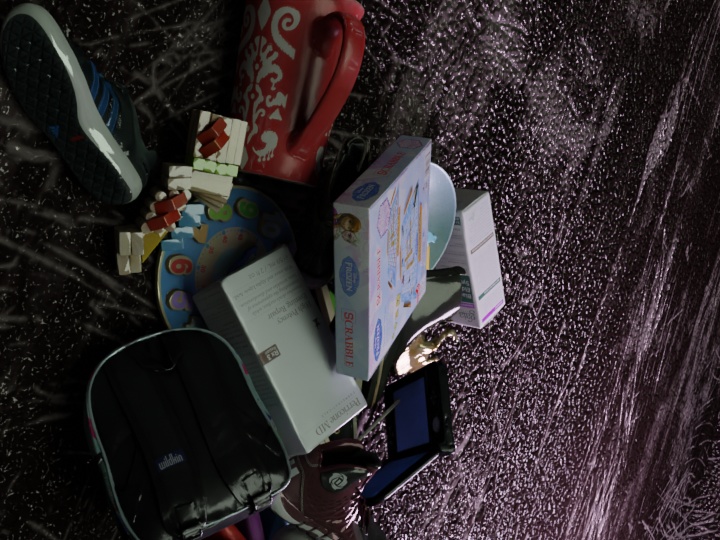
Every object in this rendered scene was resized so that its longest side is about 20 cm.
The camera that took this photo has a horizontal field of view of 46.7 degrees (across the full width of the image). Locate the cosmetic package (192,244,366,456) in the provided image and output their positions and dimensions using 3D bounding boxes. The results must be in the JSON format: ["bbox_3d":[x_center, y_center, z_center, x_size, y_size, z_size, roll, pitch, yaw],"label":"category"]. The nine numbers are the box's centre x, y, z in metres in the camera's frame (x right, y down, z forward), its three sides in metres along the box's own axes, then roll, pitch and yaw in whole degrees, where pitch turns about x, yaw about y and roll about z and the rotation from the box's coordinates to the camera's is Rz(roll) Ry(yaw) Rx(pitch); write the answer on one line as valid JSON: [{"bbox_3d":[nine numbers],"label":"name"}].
[{"bbox_3d":[-0.085,0.087,0.897,0.101,0.074,0.201,-32,96,-39],"label":"cosmetic package"}]

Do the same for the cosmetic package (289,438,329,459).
[{"bbox_3d":[-0.091,0.224,1.010,0.073,0.103,0.201,-47,132,-36],"label":"cosmetic package"}]

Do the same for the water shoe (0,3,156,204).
[{"bbox_3d":[-0.257,-0.157,0.768,0.079,0.071,0.201,-70,149,-47],"label":"water shoe"}]

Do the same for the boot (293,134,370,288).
[{"bbox_3d":[-0.020,-0.090,0.954,0.175,0.069,0.201,115,-9,-50],"label":"boot"}]

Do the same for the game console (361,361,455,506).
[{"bbox_3d":[0.033,0.224,1.111,0.115,0.200,0.177,3,72,-20],"label":"game console"}]

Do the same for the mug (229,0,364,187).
[{"bbox_3d":[-0.078,-0.199,0.894,0.132,0.178,0.202,12,94,-9],"label":"mug"}]

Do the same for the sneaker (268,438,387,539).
[{"bbox_3d":[-0.006,0.255,0.923,0.115,0.076,0.200,-39,125,15],"label":"sneaker"}]

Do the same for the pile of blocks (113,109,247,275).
[{"bbox_3d":[-0.173,-0.071,0.832,0.082,0.062,0.201,35,87,-25],"label":"pile of blocks"}]

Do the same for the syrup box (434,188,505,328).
[{"bbox_3d":[0.158,-0.019,1.277,0.081,0.078,0.201,-36,124,-41],"label":"syrup box"}]

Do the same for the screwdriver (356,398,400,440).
[{"bbox_3d":[0.004,0.209,1.034,0.200,0.028,0.029,-26,86,-53],"label":"screwdriver"}]

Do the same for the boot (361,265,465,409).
[{"bbox_3d":[0.066,0.088,1.106,0.137,0.078,0.202,-3,119,-24],"label":"boot"}]

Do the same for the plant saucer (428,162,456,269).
[{"bbox_3d":[0.049,-0.059,1.146,0.200,0.039,0.202,-24,128,-34],"label":"plant saucer"}]

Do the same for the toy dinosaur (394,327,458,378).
[{"bbox_3d":[0.084,0.104,1.185,0.101,0.058,0.201,-35,141,-22],"label":"toy dinosaur"}]

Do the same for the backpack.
[{"bbox_3d":[-0.181,0.165,0.829,0.176,0.151,0.201,-20,76,-27],"label":"backpack"}]

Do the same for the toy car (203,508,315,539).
[{"bbox_3d":[-0.144,0.328,0.951,0.199,0.175,0.151,-6,64,-47],"label":"toy car"}]

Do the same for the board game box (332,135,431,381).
[{"bbox_3d":[0.027,-0.019,0.909,0.200,0.041,0.202,-50,146,-55],"label":"board game box"}]

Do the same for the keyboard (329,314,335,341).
[{"bbox_3d":[0.000,0.000,0.977,0.105,0.039,0.201,86,24,-49],"label":"keyboard"}]

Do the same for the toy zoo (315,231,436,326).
[{"bbox_3d":[0.029,0.005,1.118,0.199,0.020,0.132,-35,135,-24],"label":"toy zoo"}]

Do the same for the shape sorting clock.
[{"bbox_3d":[-0.144,0.004,0.946,0.199,0.039,0.202,-14,109,-49],"label":"shape sorting clock"}]

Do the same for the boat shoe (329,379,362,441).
[{"bbox_3d":[-0.033,0.188,1.109,0.063,0.074,0.203,-4,117,-11],"label":"boat shoe"}]
